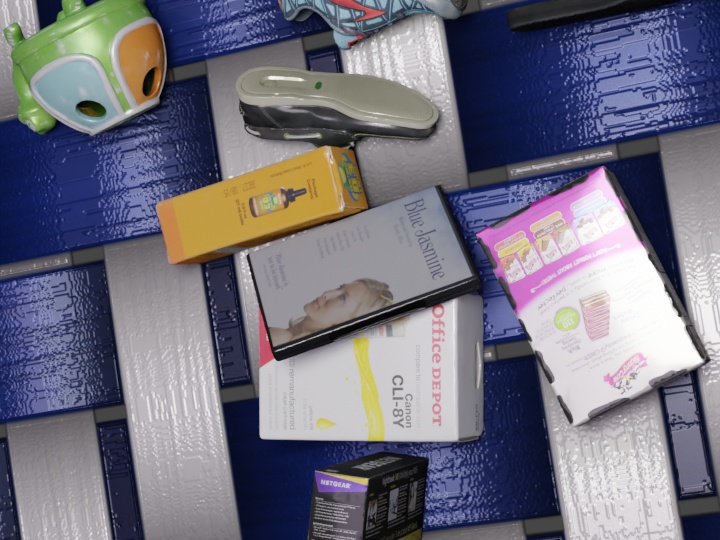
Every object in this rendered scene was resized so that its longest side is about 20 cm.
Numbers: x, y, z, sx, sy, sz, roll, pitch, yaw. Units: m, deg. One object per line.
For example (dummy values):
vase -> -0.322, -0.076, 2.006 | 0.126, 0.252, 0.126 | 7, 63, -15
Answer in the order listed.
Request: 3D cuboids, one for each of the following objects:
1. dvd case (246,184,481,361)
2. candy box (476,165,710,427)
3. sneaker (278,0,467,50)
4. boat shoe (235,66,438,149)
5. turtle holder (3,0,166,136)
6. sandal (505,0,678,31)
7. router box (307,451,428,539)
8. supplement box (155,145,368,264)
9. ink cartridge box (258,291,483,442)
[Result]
dvd case -> 0.000, 0.000, 1.435 | 0.200, 0.018, 0.143 | -20, 42, 0
candy box -> 0.212, 0.024, 1.410 | 0.136, 0.061, 0.200 | -28, 79, 16
sneaker -> 0.010, -0.256, 1.489 | 0.200, 0.079, 0.096 | 18, 104, 27
boat shoe -> -0.021, -0.151, 1.503 | 0.200, 0.072, 0.068 | 8, 129, 12
turtle holder -> -0.281, -0.201, 1.546 | 0.185, 0.141, 0.132 | -26, 98, 8
sandal -> 0.227, -0.259, 1.404 | 0.200, 0.075, 0.048 | -9, 90, 19
router box -> 0.005, 0.252, 1.401 | 0.052, 0.200, 0.157 | 6, 90, 18
supplement box -> -0.096, -0.061, 1.507 | 0.200, 0.069, 0.067 | -16, 83, 25
ink cartridge box -> 0.010, 0.088, 1.465 | 0.200, 0.083, 0.145 | -1, 87, 19
